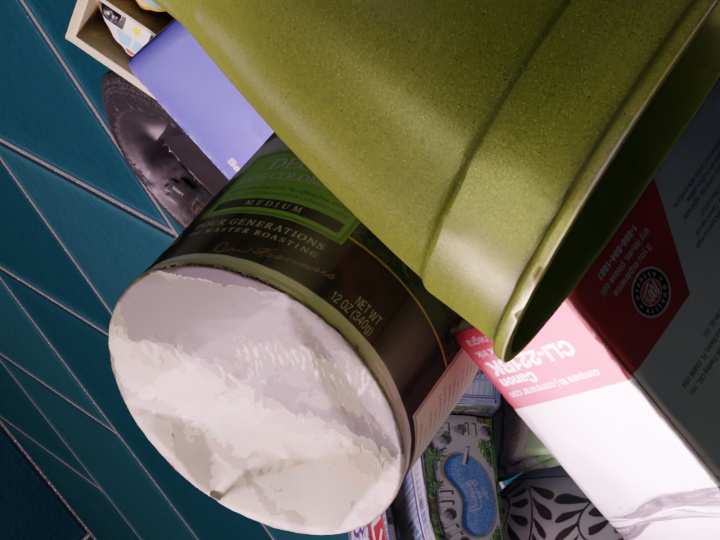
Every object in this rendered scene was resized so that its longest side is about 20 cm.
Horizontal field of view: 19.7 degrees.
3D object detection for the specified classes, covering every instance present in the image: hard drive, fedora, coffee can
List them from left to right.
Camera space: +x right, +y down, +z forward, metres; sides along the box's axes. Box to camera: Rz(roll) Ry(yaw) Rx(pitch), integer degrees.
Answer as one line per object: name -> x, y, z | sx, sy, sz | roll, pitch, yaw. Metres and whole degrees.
fedora -> -0.065, -0.074, 1.247 | 0.200, 0.092, 0.201 | 40, 162, 16
hard drive -> -0.016, -0.104, 1.030 | 0.132, 0.025, 0.200 | 48, 136, -10
coffee can -> 0.000, 0.000, 0.940 | 0.146, 0.200, 0.147 | 18, 134, 20

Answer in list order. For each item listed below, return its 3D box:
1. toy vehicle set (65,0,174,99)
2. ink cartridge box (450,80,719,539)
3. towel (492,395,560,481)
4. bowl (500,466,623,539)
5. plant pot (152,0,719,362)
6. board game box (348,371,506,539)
toy vehicle set -> -0.053, -0.116, 1.084 | 0.200, 0.027, 0.124 | 34, 136, 6
ink cartridge box -> 0.157, 0.045, 0.896 | 0.200, 0.144, 0.084 | 49, 145, -13
towel -> 0.072, 0.046, 1.182 | 0.200, 0.031, 0.150 | 145, 117, -72
bowl -> 0.150, 0.146, 1.201 | 0.201, 0.200, 0.095 | 159, 110, -71
plant pot -> 0.028, -0.104, 0.739 | 0.193, 0.201, 0.201 | 34, 161, 9
board game box -> 0.031, 0.100, 1.163 | 0.200, 0.061, 0.201 | 116, 153, -56
